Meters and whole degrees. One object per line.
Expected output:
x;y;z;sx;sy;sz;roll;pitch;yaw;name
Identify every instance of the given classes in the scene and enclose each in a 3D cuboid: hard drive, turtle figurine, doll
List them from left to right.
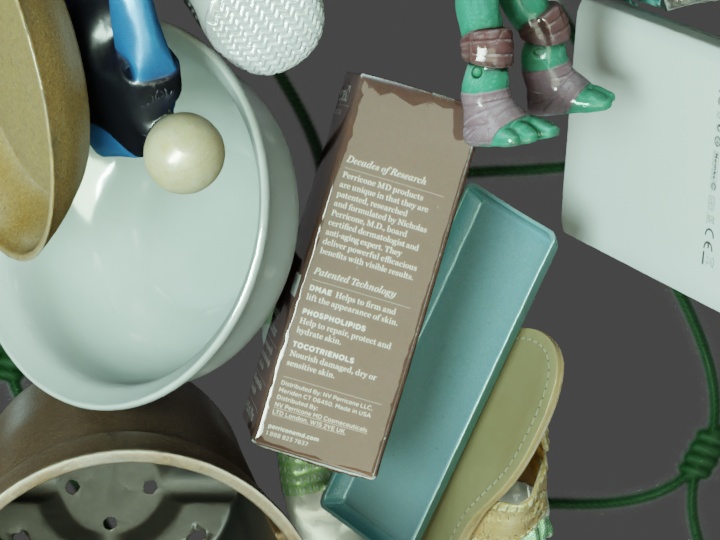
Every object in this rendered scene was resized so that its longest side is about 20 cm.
-0.126;-0.119;1.351;0.048;0.201;0.137;-18;153;-25;doll
0.074;-0.169;1.368;0.149;0.100;0.201;-20;109;-33;turtle figurine
0.170;-0.057;1.423;0.027;0.200;0.133;-6;109;-28;hard drive

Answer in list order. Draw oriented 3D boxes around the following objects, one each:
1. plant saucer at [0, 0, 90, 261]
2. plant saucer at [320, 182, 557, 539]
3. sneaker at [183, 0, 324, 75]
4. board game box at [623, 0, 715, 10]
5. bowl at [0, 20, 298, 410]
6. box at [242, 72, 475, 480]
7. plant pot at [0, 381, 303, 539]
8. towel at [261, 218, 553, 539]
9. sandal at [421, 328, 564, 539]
-0.179;-0.106;1.370;0.035;0.200;0.201;-18;110;-23;plant saucer
0.044;0.056;1.489;0.019;0.070;0.201;10;108;-50;plant saucer
-0.089;-0.197;1.385;0.075;0.115;0.200;-31;111;3;sneaker
0.238;-0.172;1.427;0.199;0.135;0.028;-13;100;-3;board game box
-0.101;-0.026;1.427;0.090;0.201;0.202;6;112;-53;bowl
0.000;0.000;1.446;0.075;0.100;0.201;18;92;-6;box
-0.128;0.151;1.444;0.199;0.198;0.201;-2;109;-7;plant pot
0.024;0.075;1.531;0.148;0.031;0.201;-10;108;-5;towel
0.068;0.124;1.516;0.069;0.078;0.212;14;113;-41;sandal
